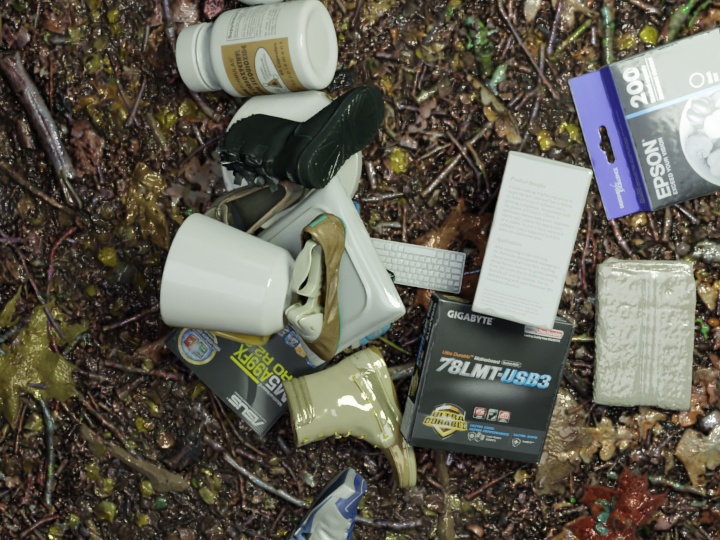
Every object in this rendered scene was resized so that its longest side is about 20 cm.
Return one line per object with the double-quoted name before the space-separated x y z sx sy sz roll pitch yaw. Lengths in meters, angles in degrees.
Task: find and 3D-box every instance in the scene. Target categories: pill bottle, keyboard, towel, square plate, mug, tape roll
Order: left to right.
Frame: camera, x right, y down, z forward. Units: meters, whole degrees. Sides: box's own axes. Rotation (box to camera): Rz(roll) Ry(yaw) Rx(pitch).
"mug" -0.158 0.018 1.243 0.151 0.187 0.152 13 86 8
"pill bottle" -0.140 -0.291 1.259 0.197 0.114 0.116 -1 97 24
"tape roll" -0.096 -0.153 1.317 0.199 0.037 0.206 1 98 11
"square plate" -0.053 0.006 1.249 0.197 0.028 0.202 -33 80 41
"keyboard" 0.046 -0.012 1.322 0.197 0.011 0.057 9 98 9
"towel" 0.377 0.085 1.264 0.130 0.034 0.203 2 98 11

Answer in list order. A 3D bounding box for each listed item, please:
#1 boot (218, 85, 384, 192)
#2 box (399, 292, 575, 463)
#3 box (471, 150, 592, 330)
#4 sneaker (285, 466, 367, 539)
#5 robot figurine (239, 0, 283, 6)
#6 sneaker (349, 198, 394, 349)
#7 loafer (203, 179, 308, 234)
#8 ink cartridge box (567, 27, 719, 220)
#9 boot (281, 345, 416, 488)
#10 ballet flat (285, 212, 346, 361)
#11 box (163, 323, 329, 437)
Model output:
"boot" -0.080 -0.180 1.242 0.161 0.199 0.074 13 140 35
"box" 0.168 0.146 1.267 0.197 0.050 0.201 11 101 -14
"box" 0.218 -0.044 1.215 0.105 0.152 0.203 14 99 9
"sneaker" -0.034 0.386 1.357 0.115 0.081 0.200 37 108 0
"robot figurine" -0.116 -0.448 1.243 0.124 0.150 0.202 24 101 -22
"sneaker" 0.000 0.000 1.296 0.089 0.078 0.203 -12 103 -20
"loafer" -0.161 -0.078 1.286 0.199 0.063 0.072 -31 95 22
"ink cartridge box" 0.390 -0.186 1.224 0.197 0.043 0.201 -18 94 13
"boot" -0.015 0.222 1.302 0.153 0.073 0.203 -19 90 -14
"ballet flat" -0.060 0.027 1.193 0.067 0.072 0.203 24 118 34
"box" -0.158 0.110 1.356 0.200 0.044 0.160 44 101 2
